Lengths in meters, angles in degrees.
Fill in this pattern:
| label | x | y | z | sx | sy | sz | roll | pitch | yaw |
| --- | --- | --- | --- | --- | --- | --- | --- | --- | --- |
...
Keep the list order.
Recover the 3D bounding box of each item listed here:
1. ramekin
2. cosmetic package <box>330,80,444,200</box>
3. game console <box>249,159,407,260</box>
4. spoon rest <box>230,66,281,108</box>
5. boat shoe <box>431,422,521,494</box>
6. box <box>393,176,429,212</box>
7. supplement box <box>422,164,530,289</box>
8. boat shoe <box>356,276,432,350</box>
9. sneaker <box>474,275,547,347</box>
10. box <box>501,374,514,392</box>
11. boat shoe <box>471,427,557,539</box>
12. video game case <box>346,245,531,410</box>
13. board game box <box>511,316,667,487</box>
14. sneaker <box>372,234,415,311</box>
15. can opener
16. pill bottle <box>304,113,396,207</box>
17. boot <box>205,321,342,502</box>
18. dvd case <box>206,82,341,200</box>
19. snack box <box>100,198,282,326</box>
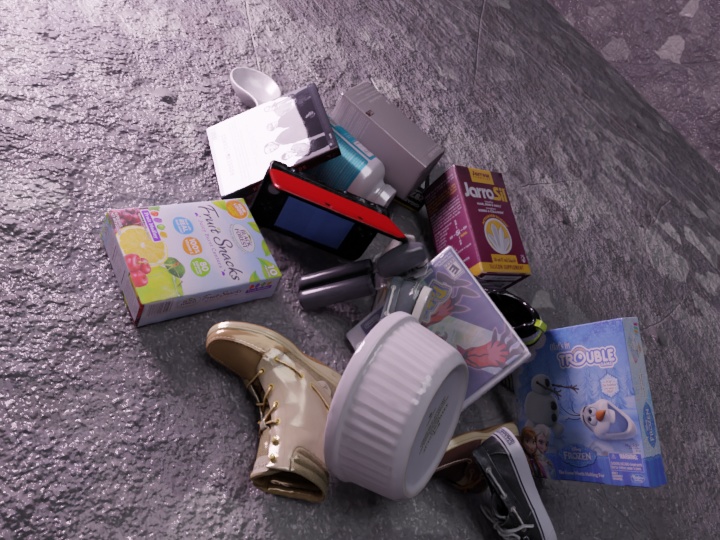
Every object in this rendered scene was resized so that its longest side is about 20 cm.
| label | x | y | z | sx | sy | sz | roll | pitch | yaw |
| --- | --- | --- | --- | --- | --- | --- | --- | --- | --- |
| ramekin | 0.049 | 0.160 | 0.655 | 0.092 | 0.209 | 0.201 | 21 | 34 | 27 |
| cosmetic package | 0.045 | -0.234 | 1.034 | 0.198 | 0.091 | 0.107 | 39 | 39 | 4 |
| game console | -0.055 | -0.062 | 0.823 | 0.195 | 0.173 | 0.121 | 20 | 45 | -19 |
| spoon rest | -0.181 | -0.298 | 1.022 | 0.096 | 0.061 | 0.205 | 8 | 51 | -29 |
| boat shoe | 0.149 | 0.259 | 0.765 | 0.195 | 0.072 | 0.074 | -1 | 58 | -37 |
| box | 0.063 | -0.227 | 1.140 | 0.156 | 0.050 | 0.204 | 26 | 43 | -18 |
| supplement box | 0.206 | -0.069 | 1.032 | 0.127 | 0.103 | 0.207 | 1 | 67 | -33 |
| boat shoe | 0.028 | 0.104 | 0.761 | 0.060 | 0.205 | 0.073 | 26 | -3 | 13 |
| sneaker | 0.178 | 0.039 | 0.830 | 0.195 | 0.083 | 0.073 | 23 | 75 | 25 |
| box | 0.206 | 0.103 | 0.939 | 0.198 | 0.069 | 0.083 | 37 | 41 | -1 |
| boat shoe | 0.192 | 0.300 | 0.726 | 0.067 | 0.204 | 0.073 | -27 | 23 | -12 |
| video game case | 0.101 | 0.101 | 0.788 | 0.184 | 0.199 | 0.023 | 54 | 10 | 19 |
| board game box | 0.299 | 0.181 | 0.790 | 0.042 | 0.198 | 0.207 | 3 | 76 | -33 |
| sneaker | 0.063 | 0.029 | 0.884 | 0.073 | 0.093 | 0.205 | 11 | 48 | -24 |
| can opener | 0.000 | 0.000 | 0.803 | 0.193 | 0.068 | 0.055 | -14 | 50 | 10 |
| pill bottle | -0.033 | -0.171 | 0.977 | 0.199 | 0.112 | 0.111 | 41 | 42 | 4 |
| boot | -0.108 | 0.162 | 0.666 | 0.197 | 0.073 | 0.158 | 32 | 42 | -16 |
| dvd case | -0.140 | -0.203 | 0.905 | 0.194 | 0.025 | 0.154 | -22 | 59 | 2 |
| snack box | -0.219 | -0.019 | 0.758 | 0.196 | 0.053 | 0.145 | -11 | 62 | -41 |
